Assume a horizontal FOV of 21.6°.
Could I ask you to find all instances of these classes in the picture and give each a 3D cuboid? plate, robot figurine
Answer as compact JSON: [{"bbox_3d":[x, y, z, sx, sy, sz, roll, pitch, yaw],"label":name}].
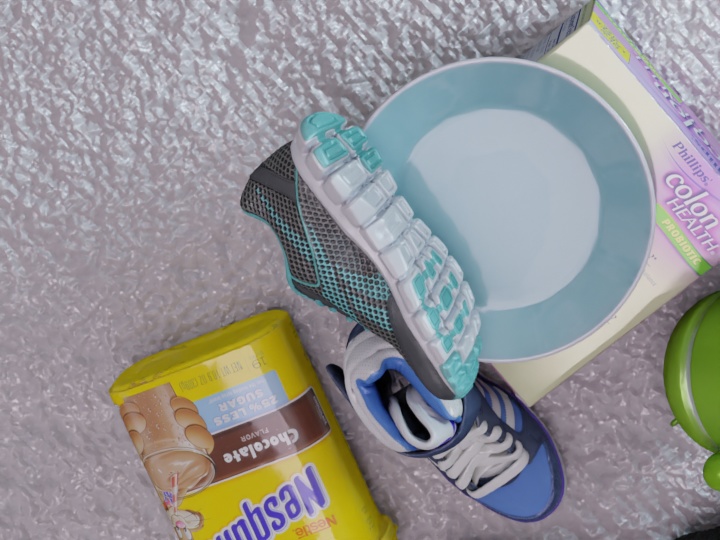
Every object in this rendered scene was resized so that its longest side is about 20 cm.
[{"bbox_3d":[0.086,-0.038,1.193,0.200,0.026,0.200,2,108,8],"label":"plate"},{"bbox_3d":[0.279,0.066,1.215,0.116,0.200,0.176,30,71,-29],"label":"robot figurine"}]

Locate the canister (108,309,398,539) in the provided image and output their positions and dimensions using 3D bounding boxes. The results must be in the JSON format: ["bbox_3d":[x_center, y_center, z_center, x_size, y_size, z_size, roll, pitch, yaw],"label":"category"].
[{"bbox_3d":[-0.077,0.144,1.348,0.149,0.087,0.200,-21,102,15],"label":"canister"}]

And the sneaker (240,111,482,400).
[{"bbox_3d":[0.000,0.000,1.179,0.091,0.078,0.200,-28,98,33],"label":"sneaker"}]

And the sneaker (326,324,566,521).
[{"bbox_3d":[0.061,0.114,1.275,0.081,0.146,0.200,-36,98,17],"label":"sneaker"}]

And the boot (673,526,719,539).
[{"bbox_3d":[0.277,0.233,1.306,0.131,0.068,0.200,42,127,-4],"label":"boot"}]

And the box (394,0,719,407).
[{"bbox_3d":[0.133,-0.046,1.248,0.200,0.097,0.176,-40,98,19],"label":"box"}]
